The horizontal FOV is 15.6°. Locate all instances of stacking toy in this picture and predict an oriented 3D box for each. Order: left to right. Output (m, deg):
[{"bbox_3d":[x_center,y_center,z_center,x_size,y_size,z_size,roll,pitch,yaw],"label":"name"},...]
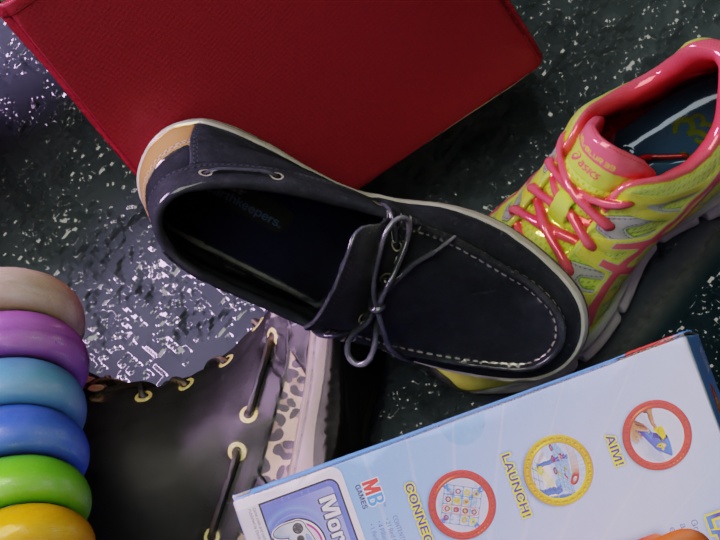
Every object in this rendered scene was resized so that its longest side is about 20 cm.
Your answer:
[{"bbox_3d":[-0.141,0.101,1.083,0.085,0.085,0.201,-22,57,11],"label":"stacking toy"}]

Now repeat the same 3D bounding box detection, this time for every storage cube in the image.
[{"bbox_3d":[-0.057,-0.141,1.145,0.200,0.180,0.171,-35,38,5],"label":"storage cube"}]

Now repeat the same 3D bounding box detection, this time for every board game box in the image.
[{"bbox_3d":[0.075,0.150,1.046,0.195,0.056,0.201,-20,85,11],"label":"board game box"}]

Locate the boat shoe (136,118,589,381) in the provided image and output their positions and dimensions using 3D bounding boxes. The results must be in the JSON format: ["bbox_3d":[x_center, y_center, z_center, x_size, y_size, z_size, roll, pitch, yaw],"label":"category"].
[{"bbox_3d":[0.000,0.000,1.075,0.199,0.062,0.075,24,114,-9],"label":"boat shoe"}]

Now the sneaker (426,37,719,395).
[{"bbox_3d":[0.097,-0.030,1.124,0.200,0.090,0.078,-44,64,1],"label":"sneaker"}]

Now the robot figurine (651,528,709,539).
[{"bbox_3d":[0.122,0.199,0.949,0.143,0.117,0.201,-22,84,9],"label":"robot figurine"}]

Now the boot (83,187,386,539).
[{"bbox_3d":[-0.070,0.054,1.165,0.150,0.073,0.201,1,76,20],"label":"boot"}]
